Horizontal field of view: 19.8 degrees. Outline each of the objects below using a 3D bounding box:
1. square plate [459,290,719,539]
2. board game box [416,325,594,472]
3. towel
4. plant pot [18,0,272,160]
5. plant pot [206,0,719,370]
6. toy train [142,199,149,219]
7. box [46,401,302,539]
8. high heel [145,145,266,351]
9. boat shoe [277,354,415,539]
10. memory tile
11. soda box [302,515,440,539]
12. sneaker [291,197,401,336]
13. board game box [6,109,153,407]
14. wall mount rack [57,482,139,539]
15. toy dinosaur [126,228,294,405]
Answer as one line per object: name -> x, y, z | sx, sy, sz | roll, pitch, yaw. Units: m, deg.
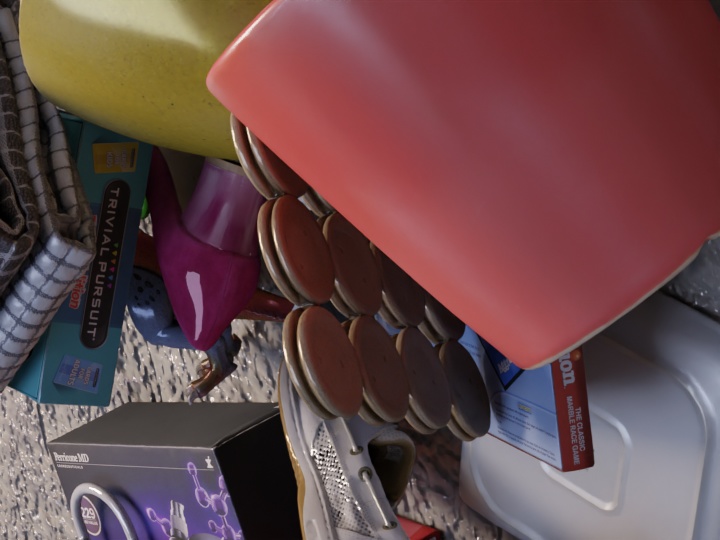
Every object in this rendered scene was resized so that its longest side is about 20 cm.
square plate -> 0.122, 0.090, 1.070 | 0.198, 0.028, 0.201 | 30, 131, 36
board game box -> 0.066, 0.031, 1.033 | 0.200, 0.019, 0.103 | -160, 60, -72
towel -> -0.222, -0.039, 1.085 | 0.166, 0.085, 0.200 | -53, 46, 38
plant pot -> -0.047, -0.132, 1.019 | 0.142, 0.200, 0.201 | 33, 134, 22
plant pot -> 0.066, -0.071, 0.842 | 0.177, 0.200, 0.200 | 50, 142, -2
toy train -> -0.139, -0.061, 1.286 | 0.200, 0.042, 0.057 | 0, 100, 50
box -> -0.104, 0.163, 1.343 | 0.200, 0.079, 0.142 | -5, 104, 51
high heel -> -0.095, -0.018, 1.123 | 0.200, 0.067, 0.096 | 23, 96, 65
boat shoe -> -0.001, 0.112, 1.165 | 0.200, 0.069, 0.071 | -105, -7, -50
memory tile -> 0.003, 0.002, 0.954 | 0.017, 0.200, 0.154 | -21, 74, 22
soda box -> -0.041, 0.209, 1.190 | 0.070, 0.200, 0.064 | 13, 119, 45
sneaker -> 0.000, 0.000, 1.119 | 0.075, 0.077, 0.200 | 15, 153, 10
board game box -> -0.194, -0.019, 1.163 | 0.200, 0.047, 0.152 | 17, 98, 53
wall mount rack -> -0.146, 0.240, 1.314 | 0.173, 0.074, 0.201 | -5, 110, 51
toy dinosaur -> -0.136, -0.014, 1.252 | 0.200, 0.105, 0.182 | -30, 102, 25
